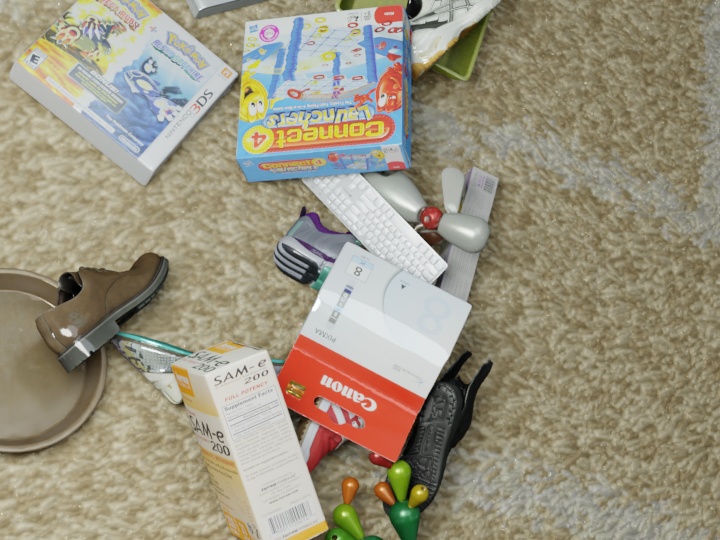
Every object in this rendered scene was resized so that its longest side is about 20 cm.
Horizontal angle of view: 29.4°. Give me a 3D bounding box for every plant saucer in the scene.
[{"bbox_3d":[0.072,-0.358,1.807,0.200,0.048,0.200,27,61,-13],"label":"plant saucer"},{"bbox_3d":[-0.364,0.095,1.428,0.200,0.029,0.201,9,66,-21],"label":"plant saucer"}]

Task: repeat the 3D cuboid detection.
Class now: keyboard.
[{"bbox_3d":[0.016,-0.057,1.612,0.200,0.056,0.011,46,21,10],"label":"keyboard"}]

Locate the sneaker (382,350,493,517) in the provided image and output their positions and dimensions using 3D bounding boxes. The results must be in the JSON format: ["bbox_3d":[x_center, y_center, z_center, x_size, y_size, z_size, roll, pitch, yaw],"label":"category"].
[{"bbox_3d":[0.090,0.189,1.571,0.060,0.104,0.200,22,95,18],"label":"sneaker"}]

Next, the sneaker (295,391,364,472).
[{"bbox_3d":[-0.003,0.168,1.540,0.112,0.071,0.200,31,57,-6],"label":"sneaker"}]

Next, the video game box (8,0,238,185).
[{"bbox_3d":[-0.271,-0.226,1.596,0.200,0.047,0.182,39,56,-6],"label":"video game box"}]

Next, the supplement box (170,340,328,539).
[{"bbox_3d":[-0.116,0.180,1.412,0.073,0.126,0.200,-22,99,-22],"label":"supplement box"}]

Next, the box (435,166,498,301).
[{"bbox_3d":[0.127,-0.035,1.703,0.041,0.039,0.200,23,61,-13],"label":"box"}]

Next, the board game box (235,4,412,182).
[{"bbox_3d":[-0.041,-0.209,1.623,0.200,0.056,0.196,-5,63,11],"label":"board game box"}]

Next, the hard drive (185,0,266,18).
[{"bbox_3d":[-0.191,-0.420,1.723,0.132,0.027,0.200,-21,80,-30],"label":"hard drive"}]

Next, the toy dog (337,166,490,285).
[{"bbox_3d":[0.064,-0.078,1.649,0.200,0.132,0.096,47,21,10],"label":"toy dog"}]

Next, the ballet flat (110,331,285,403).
[{"bbox_3d":[-0.176,0.115,1.487,0.200,0.072,0.072,12,65,-19],"label":"ballet flat"}]

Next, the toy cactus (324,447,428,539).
[{"bbox_3d":[0.037,0.306,1.483,0.165,0.102,0.200,27,67,-30],"label":"toy cactus"}]

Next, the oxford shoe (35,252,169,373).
[{"bbox_3d":[-0.269,0.021,1.449,0.084,0.073,0.200,49,34,-5],"label":"oxford shoe"}]

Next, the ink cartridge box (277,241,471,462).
[{"bbox_3d":[0.012,0.086,1.502,0.160,0.047,0.200,28,58,0],"label":"ink cartridge box"}]

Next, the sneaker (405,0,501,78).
[{"bbox_3d":[0.106,-0.331,1.739,0.088,0.076,0.200,47,58,-1],"label":"sneaker"}]

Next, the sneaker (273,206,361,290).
[{"bbox_3d":[0.000,0.000,1.612,0.200,0.074,0.088,34,54,-8],"label":"sneaker"}]
